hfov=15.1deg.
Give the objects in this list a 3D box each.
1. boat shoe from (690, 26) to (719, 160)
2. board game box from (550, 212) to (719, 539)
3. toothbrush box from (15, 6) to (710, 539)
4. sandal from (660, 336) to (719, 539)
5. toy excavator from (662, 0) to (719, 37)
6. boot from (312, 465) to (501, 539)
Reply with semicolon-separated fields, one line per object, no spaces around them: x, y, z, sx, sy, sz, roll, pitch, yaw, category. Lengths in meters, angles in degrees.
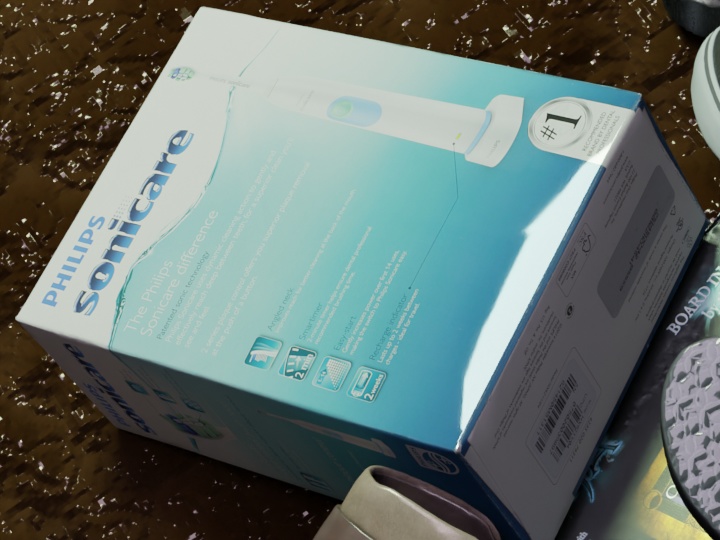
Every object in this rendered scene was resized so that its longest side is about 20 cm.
0.180;-0.039;0.949;0.068;0.057;0.200;-7;40;-21;boat shoe
0.129;0.076;0.940;0.135;0.028;0.200;35;76;30;board game box
0.000;0.000;0.969;0.199;0.085;0.147;14;65;33;toothbrush box
0.186;0.083;0.887;0.199;0.043;0.077;23;81;-2;sandal
0.206;-0.158;1.022;0.199;0.100;0.195;-21;58;-7;toy excavator
-0.014;0.135;0.891;0.199;0.070;0.147;19;99;6;boot
